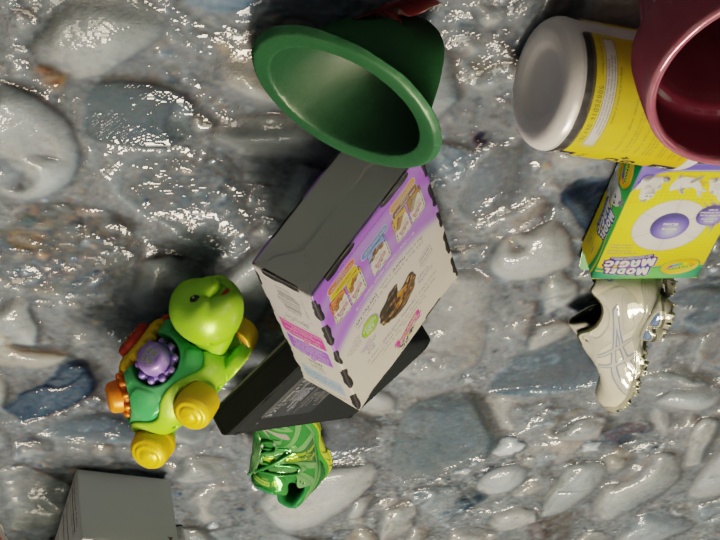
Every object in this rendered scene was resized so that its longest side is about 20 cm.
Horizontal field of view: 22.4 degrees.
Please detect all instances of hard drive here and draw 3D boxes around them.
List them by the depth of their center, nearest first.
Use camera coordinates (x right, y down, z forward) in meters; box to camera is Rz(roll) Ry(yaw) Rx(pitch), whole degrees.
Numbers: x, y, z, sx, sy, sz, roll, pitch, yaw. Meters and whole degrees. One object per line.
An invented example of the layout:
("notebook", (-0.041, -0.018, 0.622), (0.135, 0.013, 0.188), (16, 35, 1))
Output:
("hard drive", (-0.036, 0.106, 1.798), (0.140, 0.033, 0.199), (-45, 155, 30))

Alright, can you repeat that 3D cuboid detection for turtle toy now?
("turtle toy", (-0.167, 0.082, 1.714), (0.101, 0.146, 0.200), (40, 127, -9))

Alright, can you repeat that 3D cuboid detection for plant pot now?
("plant pot", (0.292, -0.211, 1.393), (0.198, 0.180, 0.201), (-8, 145, -5))

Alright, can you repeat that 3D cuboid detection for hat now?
("hat", (0.036, -0.200, 1.481), (0.198, 0.177, 0.166), (20, 155, 23))

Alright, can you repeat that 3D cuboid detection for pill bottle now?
("pill bottle", (0.237, -0.145, 1.528), (0.198, 0.113, 0.112), (7, 141, -22))

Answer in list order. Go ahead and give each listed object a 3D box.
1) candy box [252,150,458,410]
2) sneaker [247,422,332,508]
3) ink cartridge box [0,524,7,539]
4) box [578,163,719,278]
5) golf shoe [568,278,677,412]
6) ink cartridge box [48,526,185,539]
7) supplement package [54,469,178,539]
("candy box", (0.000, 0.000, 1.619), (0.071, 0.168, 0.201), (26, 156, 27))
("sneaker", (-0.082, 0.192, 1.920), (0.073, 0.084, 0.201), (16, 154, 27))
("ink cartridge box", (-0.430, 0.374, 1.989), (0.086, 0.202, 0.146), (-5, 146, -2))
("box", (0.286, -0.053, 1.727), (0.116, 0.049, 0.201), (-1, 145, -13))
("golf shoe", (0.258, 0.067, 1.881), (0.096, 0.079, 0.201), (11, 137, -1))
("ink cartridge box", (-0.286, 0.378, 2.165), (0.161, 0.057, 0.201), (-5, 140, -9))
("supplement package", (-0.280, 0.333, 2.002), (0.113, 0.110, 0.201), (9, 124, -19))
